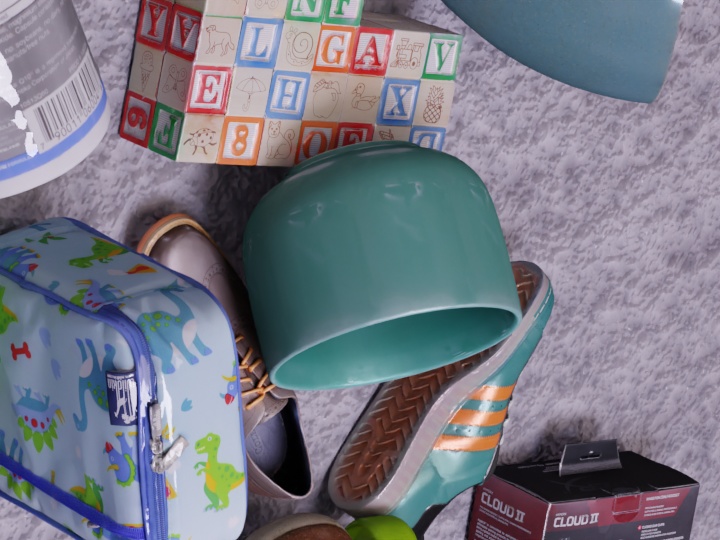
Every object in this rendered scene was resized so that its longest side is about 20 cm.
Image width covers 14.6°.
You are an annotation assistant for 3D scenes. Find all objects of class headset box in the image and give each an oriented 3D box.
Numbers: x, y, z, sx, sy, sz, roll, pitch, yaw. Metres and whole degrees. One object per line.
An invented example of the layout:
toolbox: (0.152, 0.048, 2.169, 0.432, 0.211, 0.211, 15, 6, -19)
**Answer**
headset box: (0.144, 0.213, 1.917, 0.148, 0.075, 0.200, -4, 109, -40)

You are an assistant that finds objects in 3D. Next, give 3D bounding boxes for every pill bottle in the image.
pill bottle: (-0.210, -0.146, 1.448, 0.114, 0.114, 0.200, -36, 126, -25)

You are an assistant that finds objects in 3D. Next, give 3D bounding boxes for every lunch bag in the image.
lunch bag: (-0.144, 0.069, 1.528, 0.082, 0.200, 0.161, -18, 118, -34)

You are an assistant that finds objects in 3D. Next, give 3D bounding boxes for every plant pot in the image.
plant pot: (0.115, -0.204, 1.678, 0.135, 0.200, 0.200, 4, 107, -3)

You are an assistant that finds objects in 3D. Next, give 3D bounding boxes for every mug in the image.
mug: (-0.003, -0.002, 1.643, 0.152, 0.185, 0.115, 4, 68, -49)

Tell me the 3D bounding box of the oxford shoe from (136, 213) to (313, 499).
oxford shoe: (-0.073, 0.052, 1.669, 0.071, 0.073, 0.200, -39, 128, -22)

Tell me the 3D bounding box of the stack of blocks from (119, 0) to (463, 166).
stack of blocks: (-0.035, -0.122, 1.645, 0.200, 0.059, 0.115, 1, 106, -41)

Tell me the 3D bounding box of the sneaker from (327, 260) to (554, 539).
sneaker: (0.064, 0.086, 1.808, 0.200, 0.071, 0.080, -52, 133, -2)

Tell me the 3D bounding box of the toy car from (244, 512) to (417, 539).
toy car: (-0.018, 0.260, 1.691, 0.164, 0.200, 0.158, -5, 132, -37)
